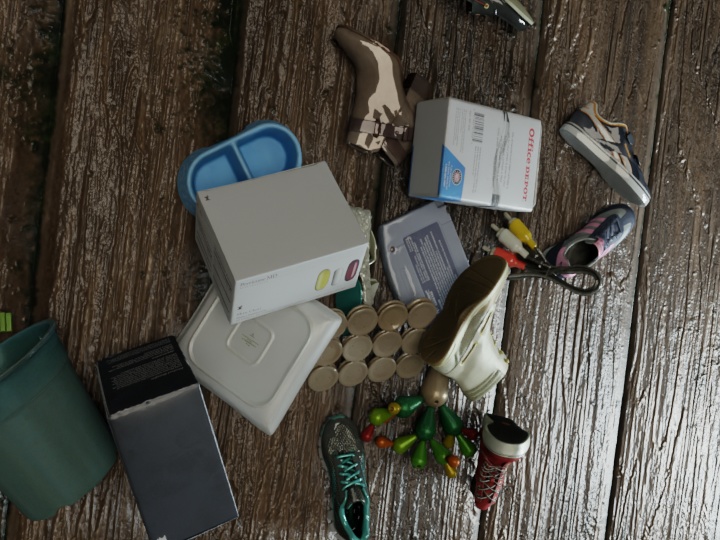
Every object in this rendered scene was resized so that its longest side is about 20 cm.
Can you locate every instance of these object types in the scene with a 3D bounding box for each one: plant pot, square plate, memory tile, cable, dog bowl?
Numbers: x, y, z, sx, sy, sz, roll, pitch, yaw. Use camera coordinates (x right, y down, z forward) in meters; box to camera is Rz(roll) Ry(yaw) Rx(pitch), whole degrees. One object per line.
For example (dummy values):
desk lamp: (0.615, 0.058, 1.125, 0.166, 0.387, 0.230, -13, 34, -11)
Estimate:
plant pot: (-0.433, 0.205, 1.080, 0.199, 0.200, 0.198, -34, 109, -12)
square plate: (-0.158, 0.099, 1.181, 0.198, 0.028, 0.200, 33, 91, 11)
memory tile: (0.016, 0.112, 1.253, 0.196, 0.017, 0.155, -5, 126, -20)
cable: (0.282, -0.006, 1.305, 0.199, 0.050, 0.098, 35, 94, 29)
dog bowl: (-0.173, -0.148, 1.208, 0.198, 0.049, 0.113, -29, 100, -13)

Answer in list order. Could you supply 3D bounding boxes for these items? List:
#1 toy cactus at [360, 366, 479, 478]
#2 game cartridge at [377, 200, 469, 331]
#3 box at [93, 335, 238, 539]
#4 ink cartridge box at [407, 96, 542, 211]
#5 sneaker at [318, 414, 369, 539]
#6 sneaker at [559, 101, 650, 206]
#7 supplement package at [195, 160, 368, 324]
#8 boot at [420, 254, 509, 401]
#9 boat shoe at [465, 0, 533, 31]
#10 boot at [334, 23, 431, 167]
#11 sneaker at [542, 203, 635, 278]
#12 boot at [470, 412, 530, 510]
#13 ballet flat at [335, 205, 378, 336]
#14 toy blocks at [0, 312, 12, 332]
toy cactus: (0.107, 0.228, 1.295, 0.197, 0.102, 0.168, 18, 78, -8)
game cartridge: (0.107, 0.002, 1.306, 0.131, 0.041, 0.203, -25, 99, -18)
box: (-0.263, 0.224, 1.100, 0.122, 0.196, 0.203, -18, 110, -16)
ink cartridge box: (0.179, -0.174, 1.269, 0.197, 0.084, 0.148, 5, 91, -34)
sneaker: (-0.014, 0.323, 1.254, 0.076, 0.091, 0.204, -10, 95, -17)
sneaker: (0.428, -0.197, 1.372, 0.200, 0.078, 0.080, 43, 86, -12)
supplement package: (-0.114, -0.041, 1.152, 0.197, 0.112, 0.157, -17, 61, -22)
boot: (0.191, 0.092, 1.284, 0.155, 0.072, 0.202, 43, 76, -40)
boat shoe: (0.191, -0.439, 1.302, 0.199, 0.074, 0.063, 28, 120, -26)
boot: (0.016, -0.258, 1.251, 0.198, 0.070, 0.148, 29, 86, -15)
sneaker: (0.395, -0.045, 1.366, 0.199, 0.082, 0.071, -35, 101, -13)
boot: (0.209, 0.310, 1.268, 0.071, 0.200, 0.147, 12, 89, 5)
ballet flat: (0.000, 0.000, 1.256, 0.070, 0.072, 0.204, -5, 101, -16)
toy blocks: (-0.563, 0.078, 1.041, 0.196, 0.137, 0.102, -4, 80, -9)
